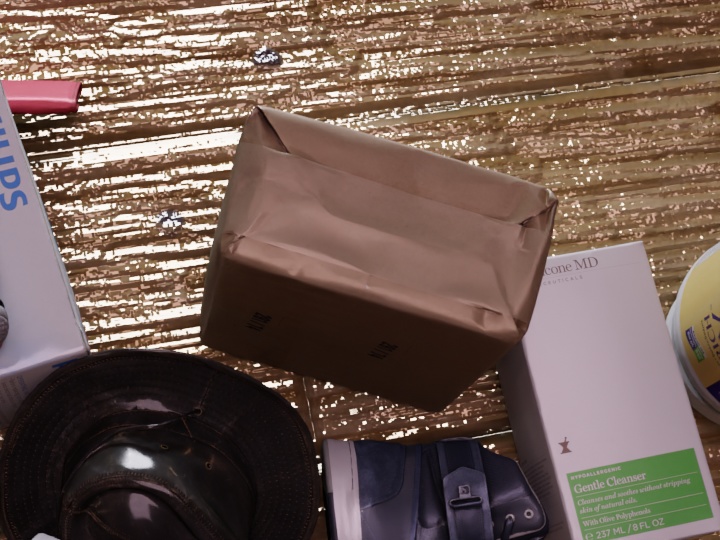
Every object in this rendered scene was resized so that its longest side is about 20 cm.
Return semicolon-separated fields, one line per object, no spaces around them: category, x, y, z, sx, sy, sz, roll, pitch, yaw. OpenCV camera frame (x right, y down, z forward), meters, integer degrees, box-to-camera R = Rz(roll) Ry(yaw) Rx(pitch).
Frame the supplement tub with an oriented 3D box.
supplement tub;0.296;0.028;0.842;0.145;0.200;0.145;3;71;-8

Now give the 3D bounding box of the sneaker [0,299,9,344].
sneaker;-0.299;-0.002;0.693;0.200;0.075;0.115;-5;73;-16

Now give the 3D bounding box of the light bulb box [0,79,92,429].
light bulb box;-0.289;0.008;0.795;0.200;0.125;0.198;-18;75;-14

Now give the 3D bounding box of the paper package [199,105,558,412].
paper package;0.000;0.000;0.804;0.191;0.200;0.104;17;70;-4

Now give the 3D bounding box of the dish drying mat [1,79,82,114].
dish drying mat;-0.295;-0.119;0.870;0.200;0.077;0.018;1;108;-9

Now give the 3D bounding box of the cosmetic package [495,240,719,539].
cosmetic package;0.159;0.091;0.861;0.108;0.085;0.200;-11;75;-10

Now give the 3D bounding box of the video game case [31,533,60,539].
video game case;-0.138;0.272;0.730;0.182;0.024;0.200;24;104;-1

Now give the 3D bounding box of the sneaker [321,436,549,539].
sneaker;0.052;0.204;0.809;0.146;0.077;0.202;-1;71;-7

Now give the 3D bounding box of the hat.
hat;-0.116;0.143;0.748;0.200;0.081;0.201;-4;110;-10
